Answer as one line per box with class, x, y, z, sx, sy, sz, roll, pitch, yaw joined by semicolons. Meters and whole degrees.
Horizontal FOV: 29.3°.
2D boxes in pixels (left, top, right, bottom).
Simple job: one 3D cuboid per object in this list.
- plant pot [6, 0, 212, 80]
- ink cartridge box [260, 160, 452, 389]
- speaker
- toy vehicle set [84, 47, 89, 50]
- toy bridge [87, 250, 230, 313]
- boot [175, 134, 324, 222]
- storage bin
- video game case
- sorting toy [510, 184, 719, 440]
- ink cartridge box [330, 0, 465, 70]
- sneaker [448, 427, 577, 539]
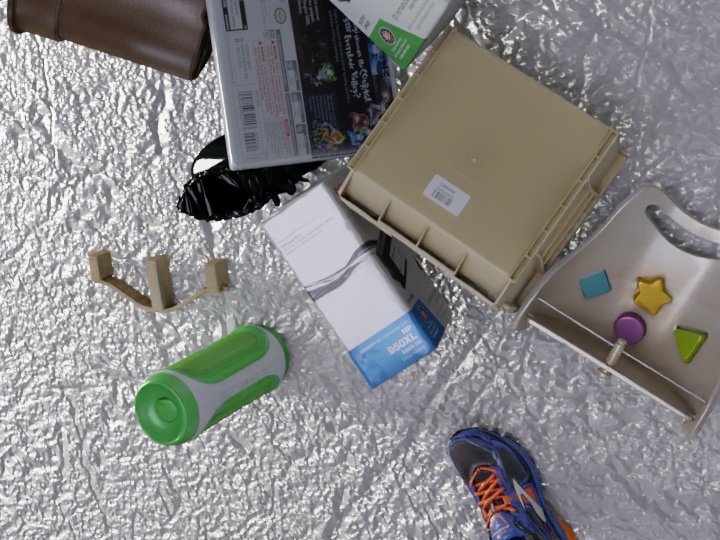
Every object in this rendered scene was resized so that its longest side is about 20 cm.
plant pot;-0.236;-0.302;1.434;0.197;0.201;0.201;23;118;-4
ink cartridge box;0.000;0.000;1.404;0.084;0.145;0.201;-33;95;16
speaker;-0.161;0.124;1.527;0.088;0.200;0.089;9;110;28
toy vehicle set;-0.278;-0.357;1.554;0.123;0.026;0.202;-3;103;31
toy bridge;-0.238;0.016;1.644;0.198;0.027;0.068;4;109;30
boot;-0.138;-0.097;1.467;0.197;0.162;0.074;-11;108;33
storage bin;0.114;-0.092;1.307;0.199;0.094;0.199;35;88;16
video game case;-0.055;-0.209;1.372;0.023;0.180;0.202;160;101;-74
sorting toy;0.276;0.023;1.300;0.199;0.107;0.181;32;109;9
ink cartridge box;0.010;-0.301;1.253;0.200;0.083;0.147;43;160;1
sneaker;0.159;0.252;1.448;0.075;0.078;0.201;-41;82;32
